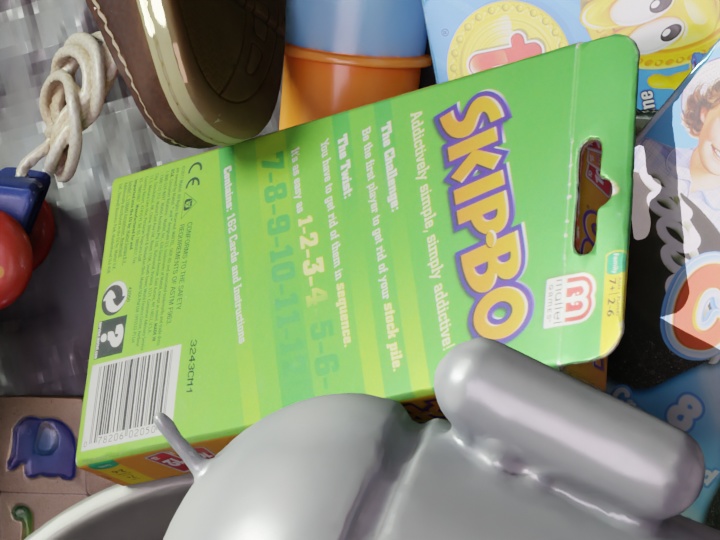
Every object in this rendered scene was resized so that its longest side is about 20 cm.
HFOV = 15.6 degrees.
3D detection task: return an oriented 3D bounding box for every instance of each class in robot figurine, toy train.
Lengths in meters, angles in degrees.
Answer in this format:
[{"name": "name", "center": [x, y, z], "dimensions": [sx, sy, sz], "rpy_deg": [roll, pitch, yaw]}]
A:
[{"name": "robot figurine", "center": [0.029, 0.103, 0.687], "dimensions": [0.199, 0.113, 0.170], "rpy_deg": [22, 107, 3]}, {"name": "toy train", "center": [-0.155, -0.027, 0.851], "dimensions": [0.115, 0.085, 0.201], "rpy_deg": [23, 98, -5]}]

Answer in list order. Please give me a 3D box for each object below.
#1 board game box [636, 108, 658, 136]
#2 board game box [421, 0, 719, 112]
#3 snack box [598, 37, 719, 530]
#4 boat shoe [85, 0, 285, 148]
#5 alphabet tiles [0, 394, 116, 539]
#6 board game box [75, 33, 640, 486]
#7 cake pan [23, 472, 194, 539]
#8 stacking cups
[{"name": "board game box", "center": [0.112, 0.057, 0.766], "dimensions": [0.134, 0.028, 0.201], "rpy_deg": [6, 98, 15]}, {"name": "board game box", "center": [0.134, -0.006, 0.797], "dimensions": [0.195, 0.056, 0.201], "rpy_deg": [-10, 93, 17]}, {"name": "snack box", "center": [0.140, 0.042, 0.722], "dimensions": [0.200, 0.037, 0.116], "rpy_deg": [42, 104, 9]}, {"name": "boat shoe", "center": [-0.081, -0.115, 0.819], "dimensions": [0.072, 0.072, 0.201], "rpy_deg": [-31, 63, 24]}, {"name": "alphabet tiles", "center": [-0.059, 0.126, 0.895], "dimensions": [0.199, 0.008, 0.168], "rpy_deg": [0, 97, 17]}, {"name": "board game box", "center": [0.000, 0.000, 0.751], "dimensions": [0.199, 0.030, 0.096], "rpy_deg": [-15, 60, 41]}, {"name": "cake pan", "center": [-0.043, 0.158, 0.779], "dimensions": [0.199, 0.037, 0.202], "rpy_deg": [-6, 69, 16]}, {"name": "stacking cups", "center": [-0.005, -0.090, 0.829], "dimensions": [0.060, 0.060, 0.201], "rpy_deg": [11, 101, 15]}]
